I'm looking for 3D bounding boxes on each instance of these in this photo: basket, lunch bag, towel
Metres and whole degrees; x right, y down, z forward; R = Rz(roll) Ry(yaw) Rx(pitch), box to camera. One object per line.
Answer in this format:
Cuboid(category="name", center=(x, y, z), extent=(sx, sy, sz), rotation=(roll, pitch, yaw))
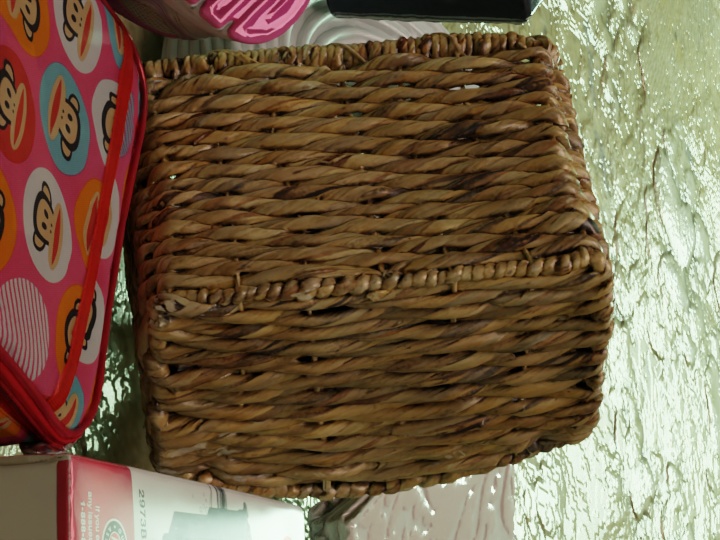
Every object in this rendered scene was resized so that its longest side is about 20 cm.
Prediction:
Cuboid(category="basket", center=(0.000, 0.000, 1.279), extent=(0.143, 0.199, 0.149), rotation=(89, -8, -46))
Cuboid(category="lunch bag", center=(-0.144, -0.032, 1.157), extent=(0.176, 0.082, 0.201), rotation=(59, 31, -51))
Cuboid(category="towel", center=(0.027, 0.151, 1.454), extent=(0.191, 0.032, 0.201), rotation=(-45, 141, -50))

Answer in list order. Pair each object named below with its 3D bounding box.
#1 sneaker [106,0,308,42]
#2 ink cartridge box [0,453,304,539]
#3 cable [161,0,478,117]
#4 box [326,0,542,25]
Cuboid(category="sneaker", center=(-0.113, -0.163, 1.229), extent=(0.200, 0.088, 0.081), rotation=(49, 61, -10))
Cuboid(category="ink cartridge box", center=(-0.098, 0.156, 1.193), extent=(0.200, 0.084, 0.145), rotation=(21, 65, -63))
Cuboid(category="cable", center=(-0.007, -0.059, 1.397), extent=(0.200, 0.069, 0.201), rotation=(7, 55, -46))
Cuboid(category="box", center=(0.040, -0.234, 1.359), extent=(0.149, 0.107, 0.201), rotation=(-52, 136, -45))
